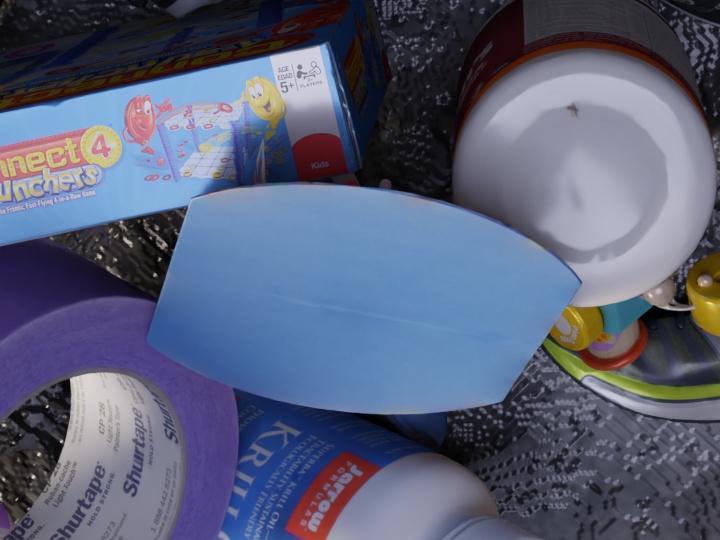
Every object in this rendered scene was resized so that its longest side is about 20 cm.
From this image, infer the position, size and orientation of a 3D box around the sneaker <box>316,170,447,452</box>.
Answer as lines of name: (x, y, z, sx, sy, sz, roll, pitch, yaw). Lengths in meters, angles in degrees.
sneaker: (0.002, 0.011, 1.150, 0.082, 0.074, 0.200, -45, 129, -21)

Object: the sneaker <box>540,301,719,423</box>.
sneaker: (0.180, 0.030, 1.161, 0.199, 0.074, 0.081, 8, 102, -7)

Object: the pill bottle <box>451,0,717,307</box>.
pill bottle: (0.096, -0.066, 1.058, 0.109, 0.200, 0.110, 1, 109, 3)

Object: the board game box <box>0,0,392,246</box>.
board game box: (-0.093, -0.072, 1.069, 0.199, 0.196, 0.056, -12, 104, 7)

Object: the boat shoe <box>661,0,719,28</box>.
boat shoe: (0.144, -0.152, 1.100, 0.199, 0.057, 0.069, 20, 105, -3)

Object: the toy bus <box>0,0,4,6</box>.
toy bus: (-0.224, -0.097, 1.118, 0.065, 0.078, 0.200, 34, 118, -7)

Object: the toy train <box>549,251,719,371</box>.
toy train: (0.164, -0.009, 1.116, 0.199, 0.150, 0.056, -8, 122, 14)

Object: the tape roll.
tape roll: (-0.154, 0.090, 1.054, 0.085, 0.200, 0.201, 26, 115, 40)

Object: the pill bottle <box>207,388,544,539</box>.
pill bottle: (-0.004, 0.127, 1.126, 0.200, 0.112, 0.113, 21, 115, 40)

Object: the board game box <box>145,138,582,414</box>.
board game box: (0.000, 0.000, 0.985, 0.157, 0.039, 0.200, 11, 152, -8)

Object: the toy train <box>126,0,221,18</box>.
toy train: (-0.107, -0.202, 1.090, 0.114, 0.087, 0.200, -39, 105, 24)

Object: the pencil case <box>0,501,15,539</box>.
pencil case: (-0.182, 0.176, 1.175, 0.084, 0.085, 0.200, -36, 93, -14)
